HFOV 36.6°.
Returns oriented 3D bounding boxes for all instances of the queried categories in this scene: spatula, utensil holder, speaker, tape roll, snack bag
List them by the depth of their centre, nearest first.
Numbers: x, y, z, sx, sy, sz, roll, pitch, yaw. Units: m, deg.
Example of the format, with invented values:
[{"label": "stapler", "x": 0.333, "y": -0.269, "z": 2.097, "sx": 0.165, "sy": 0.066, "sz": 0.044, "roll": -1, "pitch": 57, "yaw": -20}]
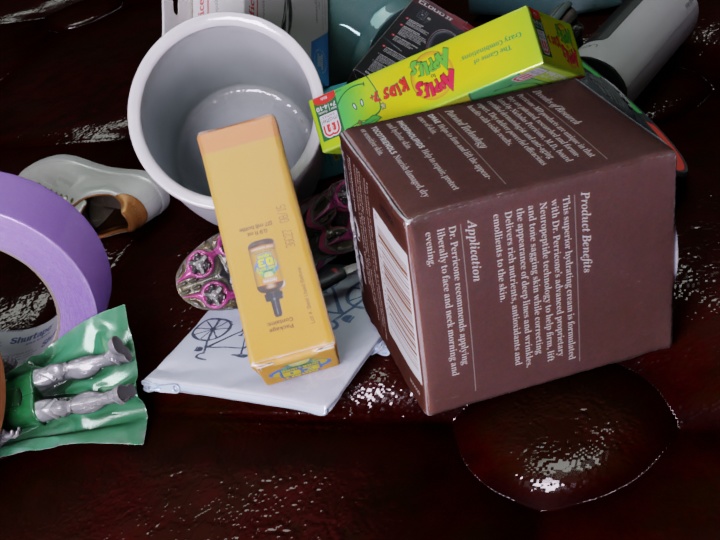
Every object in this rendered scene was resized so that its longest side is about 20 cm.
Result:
[{"label": "snack bag", "x": -0.057, "y": 0.053, "z": 0.920, "sx": 0.188, "sy": 0.021, "sz": 0.200, "roll": 4, "pitch": 35, "yaw": 28}, {"label": "tape roll", "x": -0.318, "y": 0.017, "z": 0.929, "sx": 0.199, "sy": 0.201, "sz": 0.066, "roll": -11, "pitch": 33, "yaw": 8}, {"label": "spatula", "x": 0.000, "y": 0.000, "z": 0.937, "sx": 0.199, "sy": 0.021, "sz": 0.057, "roll": -21, "pitch": 29, "yaw": -19}, {"label": "utensil holder", "x": -0.116, "y": -0.126, "z": 1.014, "sx": 0.169, "sy": 0.171, "sz": 0.200, "roll": -19, "pitch": -5, "yaw": -3}, {"label": "speaker", "x": 0.284, "y": -0.233, "z": 1.150, "sx": 0.081, "sy": 0.081, "sz": 0.200, "roll": 11, "pitch": 42, "yaw": 36}]

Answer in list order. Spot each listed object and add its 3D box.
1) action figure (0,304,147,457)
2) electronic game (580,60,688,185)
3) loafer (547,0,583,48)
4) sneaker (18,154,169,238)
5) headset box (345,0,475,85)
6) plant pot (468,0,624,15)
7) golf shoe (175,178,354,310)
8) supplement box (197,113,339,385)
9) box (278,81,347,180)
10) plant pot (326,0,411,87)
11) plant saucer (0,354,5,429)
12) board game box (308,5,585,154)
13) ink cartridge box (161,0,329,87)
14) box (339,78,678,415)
[{"label": "action figure", "x": -0.278, "y": 0.108, "z": 0.893, "sx": 0.199, "sy": 0.055, "sz": 0.119, "roll": -18, "pitch": 66, "yaw": 14}, {"label": "electronic game", "x": 0.215, "y": -0.148, "z": 0.977, "sx": 0.042, "sy": 0.200, "sz": 0.200, "roll": -50, "pitch": 23, "yaw": 23}, {"label": "loafer", "x": 0.215, "y": -0.244, "z": 1.160, "sx": 0.072, "sy": 0.063, "sz": 0.200, "roll": -45, "pitch": 3, "yaw": 20}, {"label": "sneaker", "x": -0.312, "y": -0.077, "z": 1.186, "sx": 0.199, "sy": 0.073, "sz": 0.085, "roll": 4, "pitch": 35, "yaw": 27}, {"label": "headset box", "x": 0.080, "y": -0.186, "z": 1.109, "sx": 0.148, "sy": 0.075, "sz": 0.200, "roll": 31, "pitch": 44, "yaw": 1}, {"label": "plant pot", "x": 0.253, "y": -0.407, "z": 1.377, "sx": 0.199, "sy": 0.142, "sz": 0.141, "roll": 15, "pitch": 43, "yaw": 29}, {"label": "golf shoe", "x": -0.070, "y": -0.018, "z": 0.969, "sx": 0.199, "sy": 0.073, "sz": 0.092, "roll": -24, "pitch": 3, "yaw": -14}, {"label": "supplement box", "x": -0.072, "y": -0.016, "z": 0.850, "sx": 0.066, "sy": 0.069, "sz": 0.201, "roll": -14, "pitch": 69, "yaw": -2}, {"label": "box", "x": -0.081, "y": -0.133, "z": 1.159, "sx": 0.199, "sy": 0.082, "sz": 0.049, "roll": -17, "pitch": 32, "yaw": 0}, {"label": "plant pot", "x": 0.004, "y": -0.274, "z": 1.251, "sx": 0.200, "sy": 0.201, "sz": 0.134, "roll": -35, "pitch": 53, "yaw": -26}, {"label": "plant saucer", "x": -0.370, "y": 0.094, "z": 0.869, "sx": 0.200, "sy": 0.201, "sz": 0.032, "roll": -6, "pitch": -1, "yaw": 16}, {"label": "board game box", "x": 0.070, "y": -0.148, "z": 0.887, "sx": 0.199, "sy": 0.048, "sz": 0.101, "roll": -19, "pitch": -5, "yaw": 29}, {"label": "ink cartridge box", "x": -0.110, "y": -0.257, "z": 1.091, "sx": 0.068, "sy": 0.116, "sz": 0.200, "roll": -6, "pitch": -8, "yaw": 29}, {"label": "box", "x": 0.107, "y": -0.024, "z": 0.813, "sx": 0.199, "sy": 0.166, "sz": 0.164, "roll": -14, "pitch": 31, "yaw": -11}]
